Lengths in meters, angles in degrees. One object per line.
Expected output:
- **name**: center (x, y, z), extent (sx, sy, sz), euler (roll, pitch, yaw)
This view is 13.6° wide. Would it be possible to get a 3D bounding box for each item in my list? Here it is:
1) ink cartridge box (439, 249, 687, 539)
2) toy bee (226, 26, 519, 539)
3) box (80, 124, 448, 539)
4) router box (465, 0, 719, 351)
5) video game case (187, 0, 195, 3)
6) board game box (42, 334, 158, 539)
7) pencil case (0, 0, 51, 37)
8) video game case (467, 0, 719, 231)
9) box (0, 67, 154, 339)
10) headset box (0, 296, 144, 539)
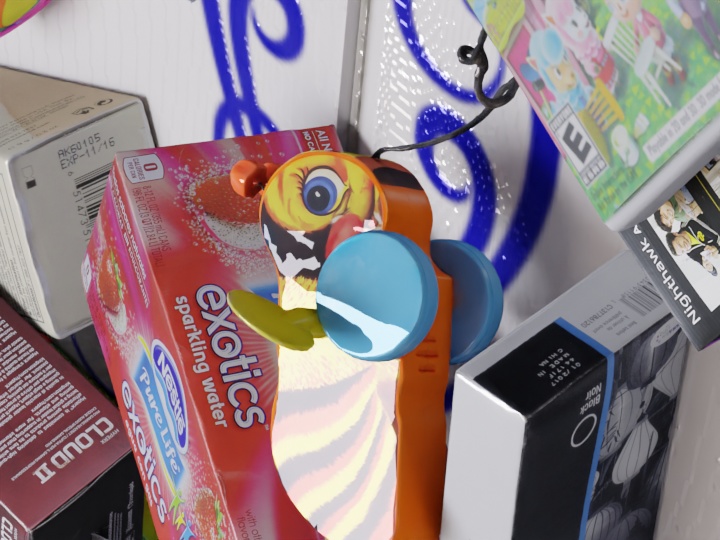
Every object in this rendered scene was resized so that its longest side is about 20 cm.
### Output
- **ink cartridge box**: center (0.072, 0.096, 1.137), extent (0.039, 0.099, 0.201), euler (33, 140, 28)
- **toy bee**: center (0.000, 0.000, 1.128), extent (0.108, 0.201, 0.131), euler (13, 163, 32)
- **box**: center (-0.036, 0.052, 1.209), extent (0.096, 0.099, 0.201), euler (116, 140, -56)
- **router box**: center (0.104, -0.091, 0.995), extent (0.201, 0.051, 0.149), euler (58, 150, 10)
- **video game case**: center (-0.112, -0.234, 1.219), extent (0.181, 0.045, 0.201), euler (35, 139, 41)
- **board game box**: center (-0.128, 0.122, 1.507), extent (0.200, 0.047, 0.102), euler (40, 142, 34)
- **pencil case**: center (-0.213, -0.194, 1.365), extent (0.201, 0.088, 0.088), euler (59, 149, 9)
- **video game case**: center (0.079, -0.130, 0.929), extent (0.183, 0.022, 0.200), euler (59, 149, 10)
- **box**: center (-0.177, -0.040, 1.429), extent (0.199, 0.077, 0.096), euler (17, 127, 50)
- **headset box**: center (-0.178, 0.084, 1.398), extent (0.200, 0.077, 0.149), euler (40, 152, 20)
